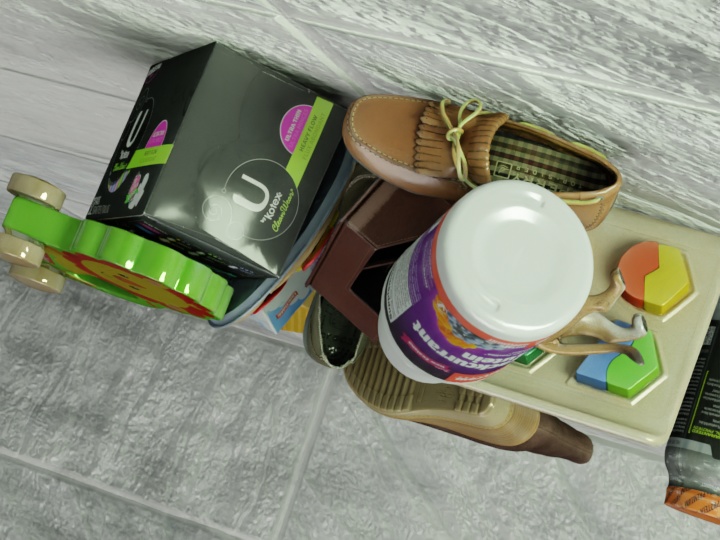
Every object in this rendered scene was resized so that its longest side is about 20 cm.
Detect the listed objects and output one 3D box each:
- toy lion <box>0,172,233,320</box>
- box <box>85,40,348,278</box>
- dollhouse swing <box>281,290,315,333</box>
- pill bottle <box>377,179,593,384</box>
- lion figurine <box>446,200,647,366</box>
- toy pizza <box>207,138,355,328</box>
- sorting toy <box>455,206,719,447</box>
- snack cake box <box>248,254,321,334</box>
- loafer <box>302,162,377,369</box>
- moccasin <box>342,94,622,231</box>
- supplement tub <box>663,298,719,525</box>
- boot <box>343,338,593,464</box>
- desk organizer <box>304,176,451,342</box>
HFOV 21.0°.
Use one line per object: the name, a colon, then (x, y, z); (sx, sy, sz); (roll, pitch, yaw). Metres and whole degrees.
toy lion: (-0.193, -0.004, 1.551); (0.191, 0.069, 0.200); (21, 170, 2)
box: (-0.118, -0.082, 1.551); (0.124, 0.149, 0.200); (25, 171, -18)
dollhouse swing: (-0.128, -0.025, 2.004); (0.175, 0.183, 0.200); (0, -178, -25)
pill bottle: (0.079, 0.018, 1.382); (0.111, 0.112, 0.200); (20, 159, -10)
lion figurine: (0.134, -0.008, 1.462); (0.122, 0.201, 0.072); (-19, 165, 16)
toy pizza: (-0.058, -0.032, 1.591); (0.032, 0.201, 0.200); (36, 168, -17)
sorting toy: (0.176, 0.026, 1.502); (0.184, 0.201, 0.037); (17, 150, 17)
snack cake box: (-0.119, -0.043, 1.789); (0.200, 0.115, 0.067); (31, 162, 35)
loafer: (0.000, 0.000, 1.706); (0.075, 0.201, 0.070); (8, -162, -12)
moccasin: (0.085, -0.081, 1.371); (0.200, 0.074, 0.078); (22, 158, 2)
supplement tub: (0.347, 0.129, 1.746); (0.122, 0.201, 0.123); (19, 173, 2)
boot: (0.096, 0.125, 1.761); (0.199, 0.073, 0.166); (17, 172, 42)
desk organizer: (0.020, -0.012, 1.521); (0.077, 0.072, 0.200); (41, 163, 3)
